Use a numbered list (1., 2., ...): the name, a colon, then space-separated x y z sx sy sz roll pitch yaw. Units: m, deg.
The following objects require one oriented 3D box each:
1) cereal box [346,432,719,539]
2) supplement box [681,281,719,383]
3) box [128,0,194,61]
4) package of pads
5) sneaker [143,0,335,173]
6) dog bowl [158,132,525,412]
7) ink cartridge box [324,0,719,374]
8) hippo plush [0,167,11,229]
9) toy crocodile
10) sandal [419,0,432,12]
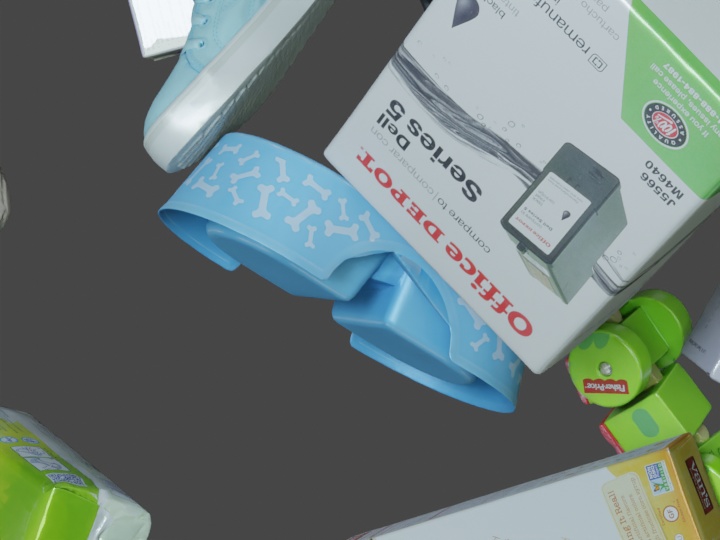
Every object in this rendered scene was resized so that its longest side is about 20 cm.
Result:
1. cereal box: 0.091 0.174 1.259 0.199 0.039 0.145 -21 90 28
2. supplement box: 0.266 0.045 1.242 0.199 0.061 0.109 28 95 -11
3. box: -0.111 -0.205 1.292 0.041 0.039 0.201 -15 91 7
4. package of pads: -0.185 0.174 1.264 0.068 0.154 0.201 18 96 -33
5. sneaker: -0.060 -0.136 1.255 0.082 0.074 0.200 33 63 5
6. dog bowl: 0.000 0.000 1.243 0.200 0.111 0.050 33 78 -23
7. ink cartridge box: 0.093 -0.070 1.131 0.146 0.084 0.200 46 140 7
8. hippo plush: -0.271 -0.063 1.251 0.199 0.161 0.160 26 95 3
9. toy crocodile: 0.147 0.075 1.272 0.062 0.067 0.200 -35 89 36
10. sandal: 0.059 -0.138 1.279 0.075 0.045 0.201 -8 110 4
